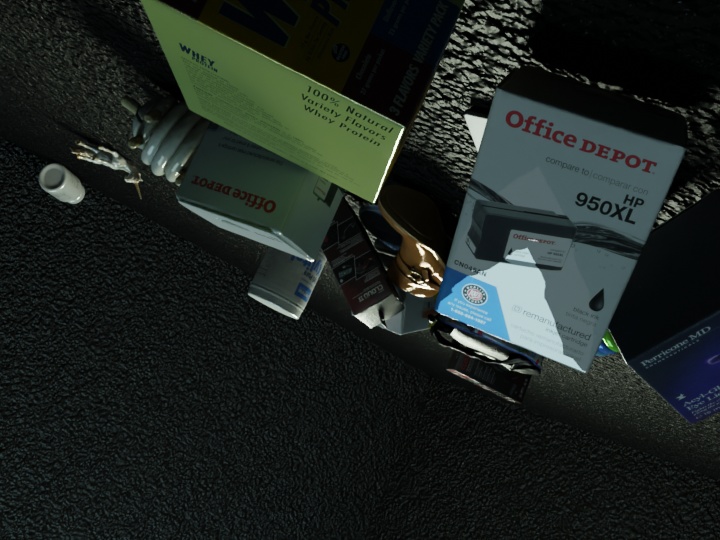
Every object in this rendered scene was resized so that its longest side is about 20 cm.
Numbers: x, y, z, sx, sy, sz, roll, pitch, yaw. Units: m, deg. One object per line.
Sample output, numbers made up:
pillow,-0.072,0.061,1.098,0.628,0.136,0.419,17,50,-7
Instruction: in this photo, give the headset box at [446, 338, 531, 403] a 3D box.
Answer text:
headset box,0.302,0.195,1.568,0.196,0.152,0.077,27,170,-5

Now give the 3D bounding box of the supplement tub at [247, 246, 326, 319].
supplement tub,-0.148,-0.013,1.470,0.129,0.204,0.132,23,170,4

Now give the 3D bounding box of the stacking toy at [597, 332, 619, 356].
stacking toy,0.393,0.088,1.024,0.084,0.087,0.199,27,164,-14

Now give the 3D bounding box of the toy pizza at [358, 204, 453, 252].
toy pizza,0.088,-0.062,1.121,0.196,0.032,0.201,26,167,6

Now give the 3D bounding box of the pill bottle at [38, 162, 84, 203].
pill bottle,-1.146,-0.330,2.614,0.112,0.117,0.200,24,170,4

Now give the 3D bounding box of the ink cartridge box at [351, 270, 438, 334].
ink cartridge box,0.098,0.052,1.289,0.197,0.086,0.143,-6,-164,-43

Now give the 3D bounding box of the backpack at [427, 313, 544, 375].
backpack,0.248,0.099,1.203,0.188,0.157,0.199,28,180,37

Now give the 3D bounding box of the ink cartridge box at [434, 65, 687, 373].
ink cartridge box,0.156,-0.042,0.553,0.141,0.204,0.084,21,-148,15

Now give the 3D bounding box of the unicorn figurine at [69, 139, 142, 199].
unicorn figurine,-0.661,-0.287,1.777,0.199,0.075,0.137,37,-174,25

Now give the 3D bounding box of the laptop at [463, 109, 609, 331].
laptop,0.190,-0.046,0.698,0.184,0.118,0.200,20,169,27

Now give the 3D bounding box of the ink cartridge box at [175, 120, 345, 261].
ink cartridge box,-0.079,-0.130,0.693,0.144,0.204,0.083,19,170,28

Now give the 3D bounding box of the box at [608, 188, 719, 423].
box,0.329,0.044,0.649,0.198,0.147,0.106,32,-148,-41

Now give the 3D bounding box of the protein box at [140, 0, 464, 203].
protein box,-0.037,-0.178,0.530,0.195,0.138,0.200,26,171,-1

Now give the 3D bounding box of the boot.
boot,0.079,-0.035,1.021,0.197,0.078,0.155,27,149,-18

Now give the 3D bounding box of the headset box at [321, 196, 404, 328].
headset box,0.000,0.000,1.122,0.203,0.074,0.149,63,-176,16

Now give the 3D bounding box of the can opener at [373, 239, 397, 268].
can opener,0.103,-0.011,1.289,0.197,0.054,0.067,18,167,44

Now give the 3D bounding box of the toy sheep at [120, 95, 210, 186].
toy sheep,-0.292,-0.206,1.064,0.199,0.139,0.138,42,167,-12
